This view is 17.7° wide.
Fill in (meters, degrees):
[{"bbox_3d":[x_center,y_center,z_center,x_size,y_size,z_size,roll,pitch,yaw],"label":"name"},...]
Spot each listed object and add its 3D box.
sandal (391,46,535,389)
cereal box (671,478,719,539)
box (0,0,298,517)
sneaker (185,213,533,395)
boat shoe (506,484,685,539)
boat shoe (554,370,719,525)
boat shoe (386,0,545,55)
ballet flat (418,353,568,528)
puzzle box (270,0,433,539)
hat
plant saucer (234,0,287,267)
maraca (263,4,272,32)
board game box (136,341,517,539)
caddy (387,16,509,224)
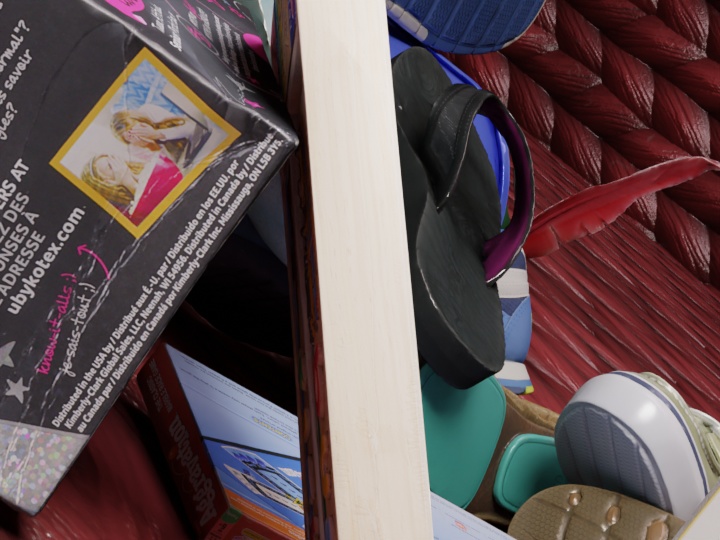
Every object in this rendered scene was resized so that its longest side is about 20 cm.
[{"bbox_3d":[0.045,-0.029,0.932,0.075,0.048,0.201,47,23,-29],"label":"sandal"},{"bbox_3d":[0.159,0.118,0.710,0.144,0.200,0.040,39,9,8],"label":"cereal box"},{"bbox_3d":[-0.107,-0.039,0.680,0.114,0.132,0.200,34,10,-14],"label":"box"},{"bbox_3d":[0.000,0.000,0.986,0.074,0.083,0.199,1,-14,43],"label":"sneaker"},{"bbox_3d":[0.140,0.159,0.904,0.200,0.072,0.068,32,-26,18],"label":"boat shoe"},{"bbox_3d":[0.131,0.090,0.984,0.072,0.062,0.200,37,-16,28],"label":"boat shoe"},{"bbox_3d":[0.010,-0.160,1.088,0.199,0.072,0.072,17,20,-45],"label":"boat shoe"},{"bbox_3d":[0.036,0.068,0.966,0.072,0.068,0.200,19,-3,32],"label":"ballet flat"},{"bbox_3d":[-0.005,0.006,0.644,0.025,0.201,0.133,-3,-16,-6],"label":"puzzle box"},{"bbox_3d":[0.062,-0.047,1.249,0.165,0.176,0.200,40,9,17],"label":"hat"},{"bbox_3d":[-0.030,-0.067,0.872,0.201,0.038,0.202,-16,90,-80],"label":"plant saucer"},{"bbox_3d":[-0.099,-0.082,0.956,0.200,0.137,0.107,35,33,-57],"label":"maraca"},{"bbox_3d":[0.015,0.099,0.797,0.200,0.019,0.103,31,14,-30],"label":"board game box"},{"bbox_3d":[-0.017,-0.055,1.112,0.105,0.142,0.200,19,20,-49],"label":"caddy"}]
